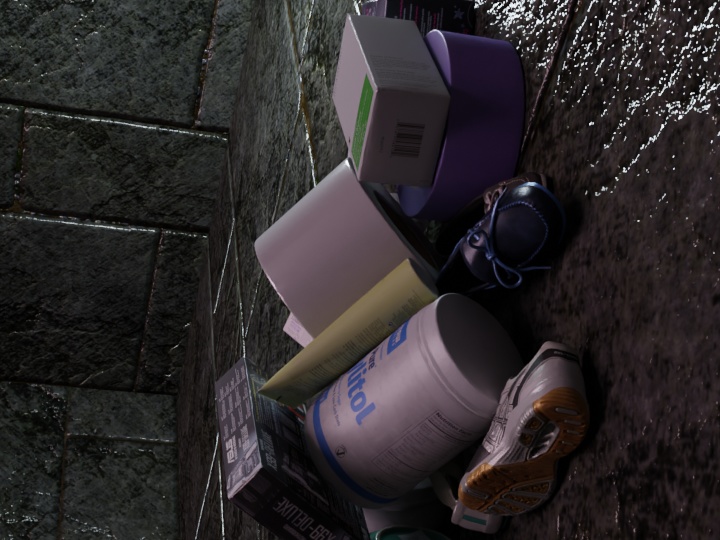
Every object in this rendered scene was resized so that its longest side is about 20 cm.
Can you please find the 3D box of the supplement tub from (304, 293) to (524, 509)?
[{"bbox_3d":[0.051,0.130,1.262,0.200,0.131,0.133,-42,36,29],"label":"supplement tub"}]

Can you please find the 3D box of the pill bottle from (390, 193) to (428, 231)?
[{"bbox_3d":[0.034,0.018,1.556,0.116,0.114,0.204,135,140,-68],"label":"pill bottle"}]

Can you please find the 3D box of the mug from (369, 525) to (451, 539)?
[{"bbox_3d":[0.033,0.321,1.291,0.152,0.182,0.116,-52,-27,-76],"label":"mug"}]

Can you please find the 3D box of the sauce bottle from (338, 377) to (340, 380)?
[{"bbox_3d":[-0.032,0.192,1.493,0.067,0.065,0.202,-100,23,-48],"label":"sauce bottle"}]

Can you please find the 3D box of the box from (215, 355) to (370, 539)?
[{"bbox_3d":[-0.069,0.195,1.293,0.050,0.157,0.201,-42,27,12],"label":"box"}]

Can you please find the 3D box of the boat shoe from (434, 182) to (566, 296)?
[{"bbox_3d":[0.130,-0.011,1.225,0.084,0.068,0.200,48,152,9],"label":"boat shoe"}]

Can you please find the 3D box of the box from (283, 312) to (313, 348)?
[{"bbox_3d":[-0.016,0.111,1.636,0.199,0.038,0.042,36,108,32],"label":"box"}]

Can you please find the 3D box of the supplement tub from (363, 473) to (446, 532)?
[{"bbox_3d":[0.017,0.296,1.444,0.145,0.142,0.203,-114,33,-64],"label":"supplement tub"}]

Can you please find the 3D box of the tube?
[{"bbox_3d":[-0.012,0.068,1.284,0.199,0.058,0.052,-41,17,12],"label":"tube"}]

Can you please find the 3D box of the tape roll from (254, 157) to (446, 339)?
[{"bbox_3d":[0.000,0.000,1.396,0.139,0.203,0.203,-39,27,10],"label":"tape roll"}]

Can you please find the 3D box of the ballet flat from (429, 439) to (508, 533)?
[{"bbox_3d":[0.097,0.193,1.326,0.201,0.068,0.070,-110,29,-61],"label":"ballet flat"}]

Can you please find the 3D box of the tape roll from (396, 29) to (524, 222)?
[{"bbox_3d":[0.104,-0.153,1.407,0.200,0.083,0.204,-173,90,-76],"label":"tape roll"}]

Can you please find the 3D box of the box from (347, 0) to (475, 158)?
[{"bbox_3d":[0.056,-0.224,1.565,0.132,0.113,0.204,-167,84,-76],"label":"box"}]

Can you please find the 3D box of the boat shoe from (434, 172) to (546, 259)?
[{"bbox_3d":[0.129,-0.046,1.311,0.200,0.056,0.068,130,143,-67],"label":"boat shoe"}]

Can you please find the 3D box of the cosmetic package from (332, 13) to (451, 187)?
[{"bbox_3d":[0.030,-0.184,1.377,0.201,0.083,0.109,-109,26,-57],"label":"cosmetic package"}]

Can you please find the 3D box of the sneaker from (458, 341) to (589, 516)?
[{"bbox_3d":[0.149,0.143,1.155,0.201,0.075,0.089,121,162,-44],"label":"sneaker"}]
